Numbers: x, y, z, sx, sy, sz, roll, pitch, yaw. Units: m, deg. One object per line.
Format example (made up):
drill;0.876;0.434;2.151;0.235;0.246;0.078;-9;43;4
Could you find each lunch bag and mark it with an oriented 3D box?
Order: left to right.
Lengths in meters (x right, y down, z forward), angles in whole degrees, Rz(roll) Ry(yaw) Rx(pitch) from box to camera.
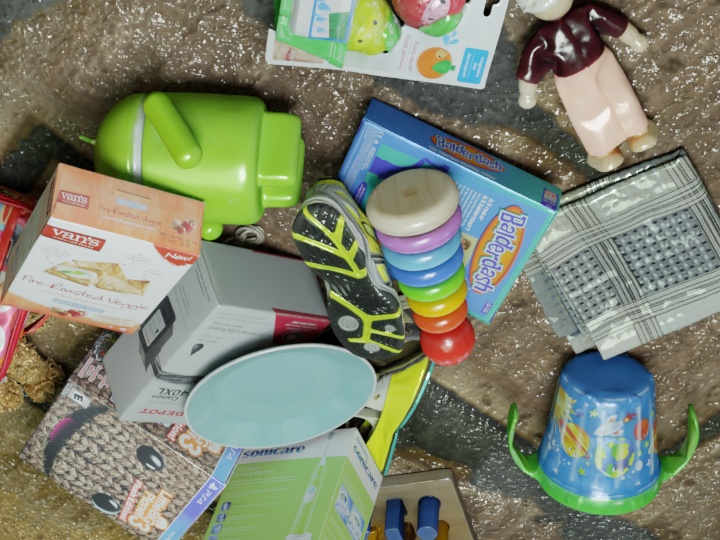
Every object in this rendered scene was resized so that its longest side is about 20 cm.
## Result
lunch bag;-0.386;0.011;1.230;0.174;0.082;0.202;18;99;-10

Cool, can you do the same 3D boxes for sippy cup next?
sippy cup;0.252;0.161;1.294;0.176;0.139;0.132;-18;123;-29

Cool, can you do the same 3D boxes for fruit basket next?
fruit basket;0.029;-0.236;1.023;0.197;0.094;0.187;10;129;-6

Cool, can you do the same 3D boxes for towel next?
towel;0.260;-0.007;1.213;0.198;0.035;0.193;-22;123;22

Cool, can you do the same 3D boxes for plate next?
plate;-0.082;0.122;1.255;0.198;0.026;0.201;-10;147;-7

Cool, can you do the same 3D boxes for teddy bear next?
teddy bear;-0.399;0.080;1.337;0.143;0.067;0.202;1;129;3

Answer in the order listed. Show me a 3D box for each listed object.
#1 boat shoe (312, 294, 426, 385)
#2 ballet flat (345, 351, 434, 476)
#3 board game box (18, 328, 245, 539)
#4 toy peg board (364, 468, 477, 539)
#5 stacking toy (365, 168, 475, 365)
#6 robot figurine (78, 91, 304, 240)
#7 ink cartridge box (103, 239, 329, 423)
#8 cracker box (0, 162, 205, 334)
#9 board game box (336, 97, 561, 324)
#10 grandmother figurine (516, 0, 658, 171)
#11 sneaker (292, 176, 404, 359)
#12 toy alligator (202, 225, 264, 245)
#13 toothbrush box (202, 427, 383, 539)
boat shoe;0.000;0.087;1.297;0.199;0.065;0.073;-31;121;28
ballet flat;0.022;0.153;1.348;0.066;0.067;0.201;17;130;-4
board game box;-0.245;0.188;1.359;0.199;0.097;0.160;35;128;-6
toy peg board;0.037;0.352;1.483;0.198;0.098;0.201;-10;127;14
stacking toy;0.067;0.009;1.147;0.084;0.086;0.202;-8;127;13
robot figurine;-0.152;-0.103;1.131;0.197;0.117;0.176;3;160;2
ink cartridge box;-0.148;0.071;1.255;0.144;0.084;0.200;9;136;-41
cracker box;-0.237;-0.013;1.124;0.133;0.058;0.200;14;150;-22
board game box;0.069;-0.053;1.177;0.198;0.045;0.153;26;127;-3
grandmother figurine;0.186;-0.182;1.072;0.121;0.061;0.201;-33;119;-4
sneaker;0.000;0.000;1.159;0.074;0.077;0.201;-6;129;18
toy alligator;-0.191;-0.002;1.256;0.198;0.055;0.060;-14;126;17
toothbrush box;-0.076;0.272;1.312;0.144;0.201;0.087;-9;129;25
